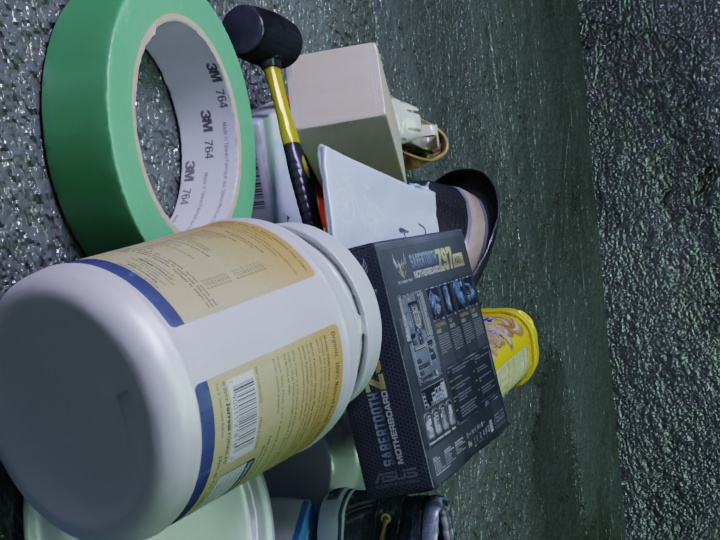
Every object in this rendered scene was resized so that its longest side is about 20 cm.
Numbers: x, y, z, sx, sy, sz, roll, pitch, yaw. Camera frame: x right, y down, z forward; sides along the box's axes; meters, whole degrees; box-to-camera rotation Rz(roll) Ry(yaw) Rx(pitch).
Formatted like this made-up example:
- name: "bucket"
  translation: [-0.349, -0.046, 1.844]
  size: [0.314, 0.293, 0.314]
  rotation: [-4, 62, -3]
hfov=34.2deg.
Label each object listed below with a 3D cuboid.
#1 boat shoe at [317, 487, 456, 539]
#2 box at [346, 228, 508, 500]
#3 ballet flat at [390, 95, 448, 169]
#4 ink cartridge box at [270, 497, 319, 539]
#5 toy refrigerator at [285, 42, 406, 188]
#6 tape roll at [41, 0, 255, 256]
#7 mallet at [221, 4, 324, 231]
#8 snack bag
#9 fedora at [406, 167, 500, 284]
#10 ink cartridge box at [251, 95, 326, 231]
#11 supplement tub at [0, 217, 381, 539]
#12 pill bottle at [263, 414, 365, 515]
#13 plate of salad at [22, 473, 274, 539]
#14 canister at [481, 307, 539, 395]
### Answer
- name: "boat shoe"
  translation: [0.022, 0.251, 0.802]
  size: [0.071, 0.090, 0.202]
  rotation: [-3, 90, -69]
- name: "box"
  translation: [0.041, 0.056, 0.811]
  size: [0.200, 0.051, 0.159]
  rotation: [-14, 91, -69]
- name: "ballet flat"
  translation: [0.045, -0.154, 1.247]
  size: [0.200, 0.063, 0.069]
  rotation: [11, 75, -69]
- name: "ink cartridge box"
  translation: [-0.056, 0.280, 0.841]
  size: [0.147, 0.085, 0.201]
  rotation: [-75, 151, -43]
- name: "toy refrigerator"
  translation: [-0.008, -0.122, 1.003]
  size: [0.200, 0.075, 0.070]
  rotation: [60, 22, -75]
- name: "tape roll"
  translation: [-0.131, -0.089, 0.765]
  size: [0.200, 0.048, 0.202]
  rotation: [-4, 90, -71]
- name: "mallet"
  translation: [-0.057, -0.100, 0.854]
  size: [0.066, 0.041, 0.201]
  rotation: [17, 58, -60]
- name: "snack bag"
  translation: [0.020, 0.014, 0.887]
  size: [0.188, 0.021, 0.201]
  rotation: [15, 65, -58]
- name: "fedora"
  translation: [0.047, -0.035, 1.141]
  size: [0.091, 0.200, 0.201]
  rotation: [31, 50, -25]
- name: "ink cartridge box"
  translation: [-0.051, -0.061, 0.980]
  size: [0.200, 0.047, 0.161]
  rotation: [-41, 124, -63]
- name: "supplement tub"
  translation: [-0.090, 0.050, 0.650]
  size: [0.200, 0.144, 0.145]
  rotation: [-20, 105, -54]
- name: "pill bottle"
  translation: [-0.004, 0.133, 0.936]
  size: [0.200, 0.116, 0.117]
  rotation: [-8, 93, -56]
- name: "plate of salad"
  translation: [-0.127, 0.156, 0.711]
  size: [0.200, 0.048, 0.201]
  rotation: [30, 50, -42]
- name: "canister"
  translation: [0.090, 0.097, 1.200]
  size: [0.200, 0.148, 0.087]
  rotation: [-20, 105, -68]
